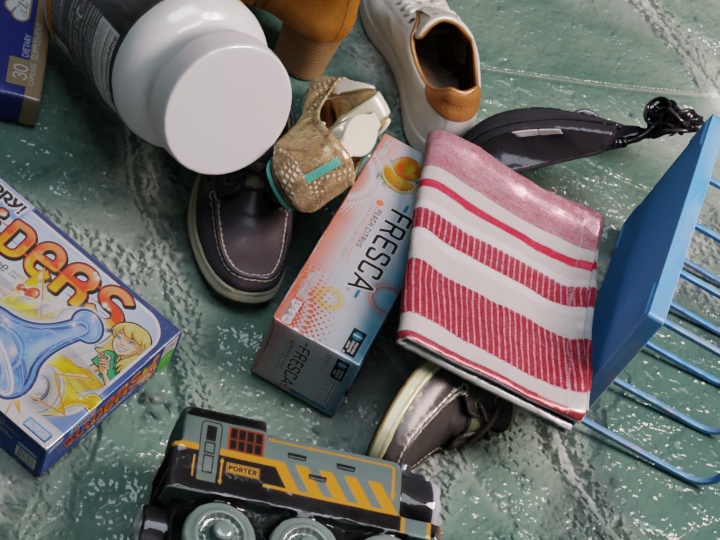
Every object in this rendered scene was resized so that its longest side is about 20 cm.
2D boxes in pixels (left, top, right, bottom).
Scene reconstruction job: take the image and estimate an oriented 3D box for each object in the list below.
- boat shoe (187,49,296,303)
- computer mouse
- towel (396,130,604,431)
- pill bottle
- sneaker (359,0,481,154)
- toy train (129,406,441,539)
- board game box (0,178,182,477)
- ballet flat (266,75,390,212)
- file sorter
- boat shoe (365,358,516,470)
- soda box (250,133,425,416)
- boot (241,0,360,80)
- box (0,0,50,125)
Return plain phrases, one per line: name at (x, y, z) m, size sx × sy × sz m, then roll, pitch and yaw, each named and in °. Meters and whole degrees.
boat shoe at (-0.078, -0.070, 1.487) m, size 0.071 × 0.065 × 0.201 m, roll 11°, pitch 51°, yaw -12°
computer mouse at (0.149, -0.104, 1.578) m, size 0.198 × 0.140 × 0.046 m, roll -13°, pitch 94°, yaw 6°
towel at (0.097, 0.002, 1.443) m, size 0.143 × 0.023 × 0.201 m, roll 26°, pitch 43°, yaw -15°
pill bottle at (-0.131, -0.153, 1.460) m, size 0.116 × 0.117 × 0.200 m, roll -11°, pitch 35°, yaw -27°
sneaker at (0.054, -0.184, 1.614) m, size 0.072 × 0.085 × 0.201 m, roll -4°, pitch 54°, yaw -21°
toy train at (-0.040, 0.154, 1.307) m, size 0.198 × 0.085 × 0.115 m, roll 12°, pitch 56°, yaw -11°
board game box at (-0.232, 0.023, 1.377) m, size 0.200 × 0.035 × 0.135 m, roll 38°, pitch 50°, yaw 11°
ballet flat at (-0.011, -0.094, 1.488) m, size 0.071 × 0.065 × 0.200 m, roll 60°, pitch 20°, yaw -18°
file sorter at (0.240, 0.025, 1.484) m, size 0.122 × 0.139 × 0.201 m, roll 29°, pitch 49°, yaw -5°
boat shoe at (0.077, 0.080, 1.423) m, size 0.066 × 0.072 × 0.201 m, roll 34°, pitch 45°, yaw 14°
soda box at (0.000, 0.000, 1.462) m, size 0.068 × 0.064 × 0.201 m, roll 29°, pitch 49°, yaw 2°
boot at (-0.075, -0.247, 1.575) m, size 0.201 × 0.144 × 0.071 m, roll 42°, pitch 50°, yaw 14°
box at (-0.317, -0.174, 1.503) m, size 0.198 × 0.033 × 0.122 m, roll 10°, pitch 51°, yaw -12°
